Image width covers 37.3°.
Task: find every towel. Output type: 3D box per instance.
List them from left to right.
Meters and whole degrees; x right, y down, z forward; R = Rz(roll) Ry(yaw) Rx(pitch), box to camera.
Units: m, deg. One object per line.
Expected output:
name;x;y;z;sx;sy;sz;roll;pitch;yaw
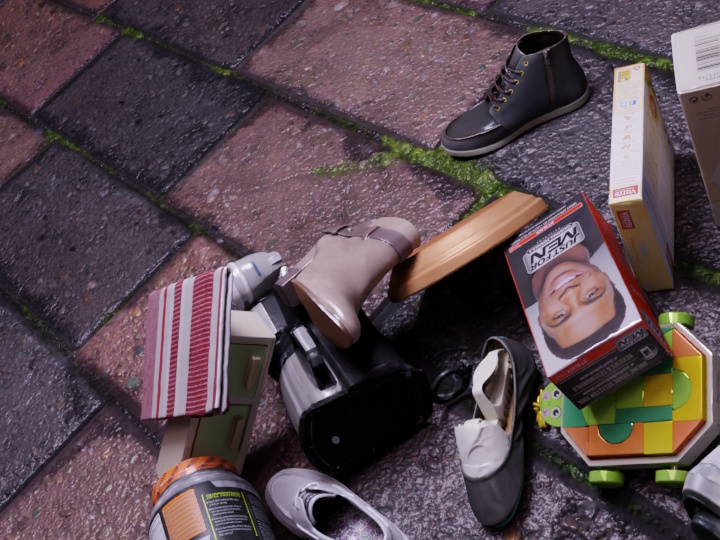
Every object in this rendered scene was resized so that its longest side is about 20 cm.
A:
towel;-0.178;0.080;1.095;0.200;0.023;0.145;-16;70;57

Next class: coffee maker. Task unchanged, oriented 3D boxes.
coffee maker;-0.012;0.097;1.166;0.191;0.135;0.200;-5;36;-25

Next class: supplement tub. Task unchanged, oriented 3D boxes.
supplement tub;-0.140;0.288;1.057;0.122;0.123;0.200;-32;42;2

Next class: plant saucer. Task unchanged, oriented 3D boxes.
plant saucer;0.110;-0.031;1.167;0.200;0.038;0.200;-33;1;1

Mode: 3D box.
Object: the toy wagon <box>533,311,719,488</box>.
toy wagon;0.240;0.123;0.995;0.199;0.039;0.156;-12;64;42

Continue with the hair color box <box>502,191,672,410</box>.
hair color box;0.209;0.024;1.013;0.101;0.061;0.200;-35;34;18

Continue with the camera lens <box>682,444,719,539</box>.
camera lens;0.365;0.169;0.822;0.200;0.160;0.160;-39;42;-6

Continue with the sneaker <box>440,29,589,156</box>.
sneaker;0.179;-0.226;1.339;0.199;0.106;0.075;-26;43;9

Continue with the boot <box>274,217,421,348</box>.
boot;0.000;0.000;1.091;0.146;0.070;0.200;-32;28;-15

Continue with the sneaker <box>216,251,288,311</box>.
sneaker;-0.119;0.025;1.265;0.082;0.200;0.075;-28;85;-8

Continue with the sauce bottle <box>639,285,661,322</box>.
sauce bottle;0.255;0.034;1.089;0.066;0.066;0.200;-41;46;-8

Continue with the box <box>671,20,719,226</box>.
box;0.375;-0.145;1.074;0.077;0.200;0.095;-11;46;23

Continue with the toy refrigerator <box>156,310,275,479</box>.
toy refrigerator;-0.156;0.147;1.142;0.070;0.076;0.201;42;121;55

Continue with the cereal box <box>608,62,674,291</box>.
cereal box;0.298;-0.098;1.122;0.039;0.144;0.201;-8;48;26

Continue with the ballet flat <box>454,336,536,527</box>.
ballet flat;0.127;0.151;1.055;0.068;0.068;0.201;-21;41;37

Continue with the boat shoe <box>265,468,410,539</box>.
boat shoe;-0.033;0.244;1.069;0.072;0.069;0.200;-47;44;-14
